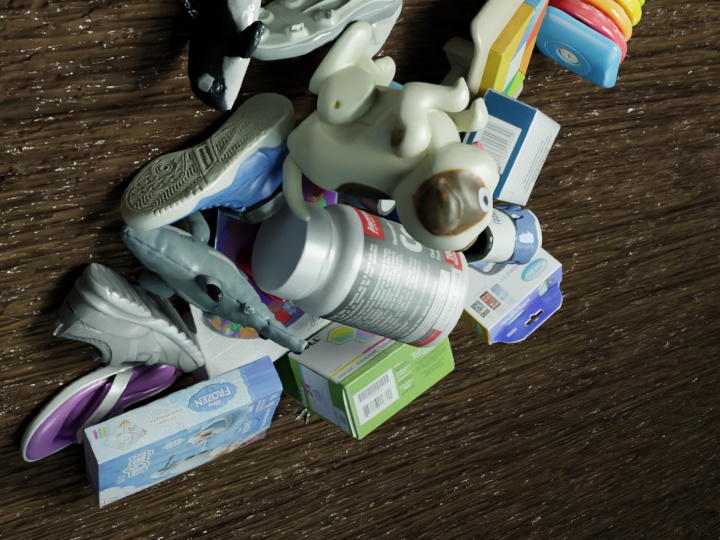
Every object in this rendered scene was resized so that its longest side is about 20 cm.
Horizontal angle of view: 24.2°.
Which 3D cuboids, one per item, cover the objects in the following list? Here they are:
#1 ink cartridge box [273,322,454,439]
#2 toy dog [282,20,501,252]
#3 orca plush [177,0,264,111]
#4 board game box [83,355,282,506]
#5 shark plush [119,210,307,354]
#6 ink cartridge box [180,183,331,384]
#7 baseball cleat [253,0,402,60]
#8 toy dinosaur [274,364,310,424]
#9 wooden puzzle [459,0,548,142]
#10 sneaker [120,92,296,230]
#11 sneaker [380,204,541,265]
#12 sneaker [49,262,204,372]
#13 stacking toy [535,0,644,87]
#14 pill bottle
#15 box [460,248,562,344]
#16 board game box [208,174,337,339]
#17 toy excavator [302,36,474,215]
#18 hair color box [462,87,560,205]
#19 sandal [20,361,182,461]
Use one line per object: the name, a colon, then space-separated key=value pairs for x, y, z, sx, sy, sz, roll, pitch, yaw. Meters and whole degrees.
ink cartridge box: x=-0.019 y=0.084 z=1.845 sx=0.147 sy=0.199 sz=0.076 roll=-34 pitch=128 yaw=-27
toy dog: x=0.038 y=-0.102 z=1.538 sx=0.194 sy=0.200 sz=0.140 roll=-49 pitch=160 yaw=-10
orca plush: x=-0.120 y=-0.235 z=1.417 sx=0.071 sy=0.106 sz=0.201 roll=9 pitch=127 yaw=-21
board game box: x=-0.185 y=0.168 z=1.727 sx=0.198 sy=0.044 sz=0.200 roll=-21 pitch=165 yaw=-14
shark plush: x=-0.144 y=0.024 z=1.585 sx=0.091 sy=0.200 sz=0.083 roll=-42 pitch=178 yaw=0
ink cartridge box: x=-0.105 y=0.012 z=1.766 sx=0.199 sy=0.045 sz=0.177 roll=-34 pitch=131 yaw=-27
baseball cleat: x=-0.028 y=-0.220 z=1.561 sx=0.199 sy=0.070 sz=0.107 roll=-30 pitch=145 yaw=-30
toy dinosaur: x=-0.051 y=0.124 z=1.980 sx=0.199 sy=0.047 sz=0.089 roll=-24 pitch=137 yaw=-44
wooden puzzle: x=0.151 y=-0.221 z=1.768 sx=0.185 sy=0.037 sz=0.201 roll=-54 pitch=161 yaw=-39
sneaker: x=-0.134 y=-0.072 z=1.584 sx=0.200 sy=0.076 sz=0.112 roll=-41 pitch=142 yaw=-28
sneaker: x=0.085 y=-0.048 z=1.815 sx=0.115 sy=0.198 sz=0.081 roll=-4 pitch=100 yaw=-48
sneaker: x=-0.228 y=0.058 z=1.635 sx=0.082 sy=0.075 sz=0.200 roll=-43 pitch=142 yaw=8
stacking toy: x=0.283 y=-0.317 z=1.870 sx=0.201 sy=0.109 sz=0.116 roll=-56 pitch=169 yaw=-10
pill bottle: x=0.000 y=0.000 z=1.673 sx=0.199 sy=0.114 sz=0.114 roll=18 pitch=112 yaw=-33
box: x=0.136 y=-0.007 z=1.916 sx=0.119 sy=0.200 sz=0.042 roll=-41 pitch=151 yaw=-15
board game box: x=-0.077 y=-0.016 z=1.714 sx=0.157 sy=0.039 sz=0.202 roll=-12 pitch=120 yaw=-40
toy excavator: x=0.047 y=-0.156 z=1.732 sx=0.200 sy=0.099 sz=0.196 roll=1 pitch=113 yaw=-65
hair color box: x=0.154 y=-0.127 z=1.764 sx=0.101 sy=0.060 sz=0.200 roll=-66 pitch=168 yaw=6
sandal: x=-0.253 y=0.135 z=1.700 sx=0.202 sy=0.050 sz=0.083 roll=-33 pitch=148 yaw=-27
